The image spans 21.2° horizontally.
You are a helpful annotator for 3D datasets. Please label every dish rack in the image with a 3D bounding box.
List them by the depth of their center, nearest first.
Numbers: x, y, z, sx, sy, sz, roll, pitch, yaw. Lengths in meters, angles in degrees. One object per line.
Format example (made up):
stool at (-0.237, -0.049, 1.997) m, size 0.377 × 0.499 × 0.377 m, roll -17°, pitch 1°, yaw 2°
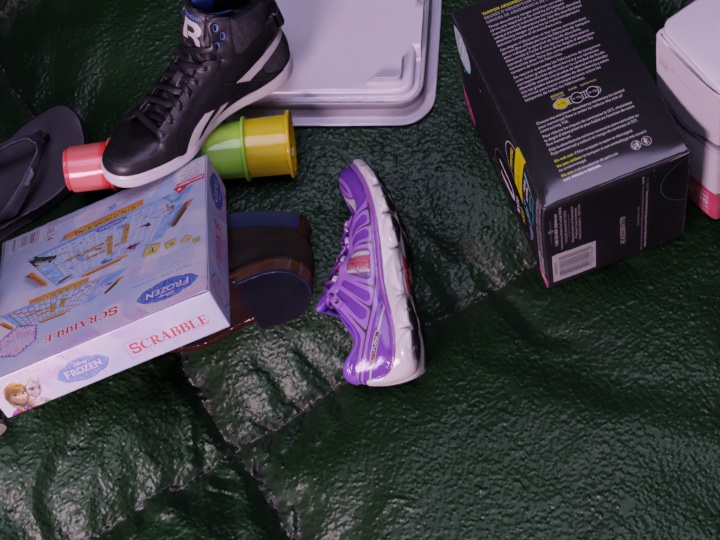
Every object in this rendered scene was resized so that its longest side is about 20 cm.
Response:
dish rack at (-0.030, -0.212, 1.715) m, size 0.199 × 0.044 × 0.172 m, roll 1°, pitch 64°, yaw 8°

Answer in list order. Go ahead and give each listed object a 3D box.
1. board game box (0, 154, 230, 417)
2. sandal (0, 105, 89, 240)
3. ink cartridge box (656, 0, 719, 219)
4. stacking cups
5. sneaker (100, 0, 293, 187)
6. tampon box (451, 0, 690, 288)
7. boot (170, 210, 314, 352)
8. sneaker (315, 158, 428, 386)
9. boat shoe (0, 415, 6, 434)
board game box at (-0.203, 0.010, 1.566) m, size 0.199 × 0.041 × 0.200 m, roll -22°, pitch 34°, yaw 11°
sandal at (-0.316, -0.068, 1.688) m, size 0.076 × 0.043 × 0.200 m, roll 39°, pitch 75°, yaw 23°
ink cartridge box at (0.316, -0.151, 1.545) m, size 0.146 × 0.200 × 0.083 m, roll -34°, pitch 64°, yaw -8°
stacking cups at (-0.156, -0.101, 1.668) m, size 0.199 × 0.061 × 0.061 m, roll -5°, pitch 64°, yaw 5°
sneaker at (-0.149, -0.166, 1.610) m, size 0.200 × 0.112 × 0.073 m, roll -40°, pitch 53°, yaw -21°
tampon box at (0.170, -0.119, 1.580) m, size 0.126 × 0.150 × 0.200 m, roll -21°, pitch 63°, yaw -3°
boot at (-0.128, 0.008, 1.624) m, size 0.199 × 0.075 × 0.097 m, roll -9°, pitch 37°, yaw 16°
sneaker at (0.000, 0.000, 1.590) m, size 0.083 × 0.081 × 0.201 m, roll -12°, pitch 64°, yaw 9°
boat shoe at (-0.391, 0.134, 1.583) m, size 0.201 × 0.074 × 0.063 m, roll -15°, pitch 71°, yaw 6°
